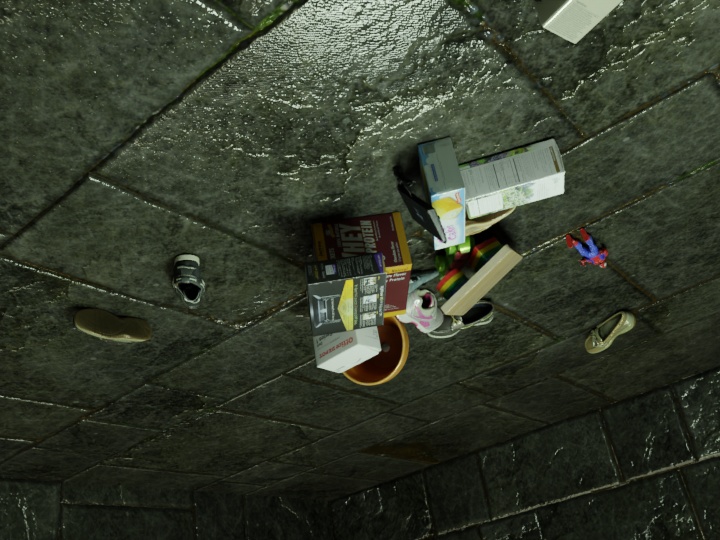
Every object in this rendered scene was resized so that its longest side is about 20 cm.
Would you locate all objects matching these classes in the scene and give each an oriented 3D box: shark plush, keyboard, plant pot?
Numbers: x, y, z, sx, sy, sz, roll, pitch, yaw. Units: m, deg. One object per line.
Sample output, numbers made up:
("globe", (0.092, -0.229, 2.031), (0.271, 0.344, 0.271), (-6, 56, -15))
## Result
("shark plush", (0.111, 0.039, 1.728), (0.195, 0.093, 0.083), (-2, 163, -24))
("keyboard", (0.107, -0.128, 1.351), (0.020, 0.200, 0.129), (-31, 112, -3))
("plant pot", (0.047, 0.199, 1.923), (0.196, 0.205, 0.183), (-19, 167, 16))

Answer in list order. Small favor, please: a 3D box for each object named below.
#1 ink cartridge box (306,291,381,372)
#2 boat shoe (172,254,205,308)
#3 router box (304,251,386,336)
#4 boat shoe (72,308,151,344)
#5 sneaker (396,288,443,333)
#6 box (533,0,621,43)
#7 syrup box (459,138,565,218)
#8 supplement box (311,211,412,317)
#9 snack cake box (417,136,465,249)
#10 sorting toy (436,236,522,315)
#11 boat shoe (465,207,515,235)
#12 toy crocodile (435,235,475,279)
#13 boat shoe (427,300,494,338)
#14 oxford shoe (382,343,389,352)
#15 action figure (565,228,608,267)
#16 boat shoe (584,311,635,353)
("ink cartridge box", (-0.043, 0.117, 1.703), (0.143, 0.204, 0.083), (-31, 147, 34))
("boat shoe", (-0.378, 0.042, 1.591), (0.070, 0.069, 0.201), (-6, 153, -11))
("router box", (-0.029, 0.051, 1.449), (0.153, 0.053, 0.202), (-8, 146, -7))
("boat shoe", (-0.587, 0.142, 1.695), (0.064, 0.075, 0.198), (-34, 145, 29))
("sneaker", (0.168, 0.102, 1.879), (0.087, 0.083, 0.198), (-31, 152, 27))
("box", (0.335, -0.415, 0.992), (0.081, 0.070, 0.199), (10, 145, -35))
("syrup box", (0.292, -0.177, 1.405), (0.195, 0.083, 0.079), (-16, 154, 9))
("supplement box", (0.000, 0.000, 1.556), (0.192, 0.135, 0.202), (-8, 147, -5))
("snack cake box", (0.157, -0.143, 1.383), (0.065, 0.117, 0.201), (-13, 152, 2))
("sorting toy", (0.263, 0.007, 1.641), (0.200, 0.070, 0.198), (-45, 164, 12))
("boat shoe", (0.243, -0.116, 1.524), (0.197, 0.073, 0.064), (-18, 159, 31))
("toy crocodile", (0.220, -0.028, 1.678), (0.066, 0.063, 0.201), (-4, 152, -12))
("boat shoe", (0.273, 0.128, 1.979), (0.196, 0.073, 0.061), (-17, 156, -6))
("oxford shoe", (0.039, 0.238, 2.101), (0.196, 0.073, 0.073), (-21, 146, 20))
("action figure", (0.571, -0.045, 1.791), (0.065, 0.053, 0.198), (-30, 149, 26))
("boat shoe", (0.774, 0.192, 2.279), (0.062, 0.075, 0.201), (15, 140, -28))
